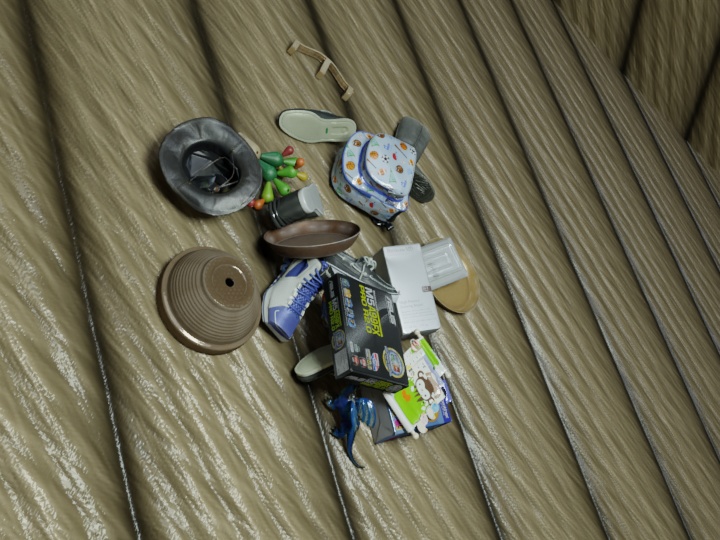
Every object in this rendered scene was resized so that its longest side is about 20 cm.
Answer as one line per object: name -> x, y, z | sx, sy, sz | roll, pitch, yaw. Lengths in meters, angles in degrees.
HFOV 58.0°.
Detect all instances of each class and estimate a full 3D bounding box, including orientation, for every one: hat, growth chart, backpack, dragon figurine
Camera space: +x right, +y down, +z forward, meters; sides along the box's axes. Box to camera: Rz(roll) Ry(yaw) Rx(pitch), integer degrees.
hat -> -0.291, -0.189, 1.256 | 0.197, 0.081, 0.205 | 6, 72, -20
growth chart -> 0.115, 0.230, 1.312 | 0.145, 0.018, 0.200 | 49, 44, -6
backpack -> 0.031, -0.227, 1.515 | 0.187, 0.154, 0.203 | 18, 60, -13
dragon figurine -> -0.011, 0.273, 1.220 | 0.058, 0.099, 0.204 | -3, 76, -41

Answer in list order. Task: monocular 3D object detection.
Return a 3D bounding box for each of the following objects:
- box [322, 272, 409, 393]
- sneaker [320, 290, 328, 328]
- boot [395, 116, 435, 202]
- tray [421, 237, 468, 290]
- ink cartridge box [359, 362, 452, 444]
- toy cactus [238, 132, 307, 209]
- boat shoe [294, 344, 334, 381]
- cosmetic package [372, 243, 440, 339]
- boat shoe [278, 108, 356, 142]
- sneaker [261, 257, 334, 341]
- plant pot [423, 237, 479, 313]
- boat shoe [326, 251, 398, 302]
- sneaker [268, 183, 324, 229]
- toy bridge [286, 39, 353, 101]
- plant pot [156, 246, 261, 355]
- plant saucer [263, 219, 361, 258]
box -> 0.010, 0.119, 1.226 | 0.159, 0.044, 0.203 | 22, 47, -41
sneaker -> -0.020, 0.080, 1.357 | 0.075, 0.080, 0.198 | 31, 15, 36
boot -> 0.148, -0.296, 1.718 | 0.182, 0.072, 0.201 | 44, 39, -15
tray -> 0.163, -0.008, 1.547 | 0.197, 0.022, 0.109 | -20, 78, -26
ink cartridge box -> 0.103, 0.266, 1.347 | 0.198, 0.076, 0.139 | 0, 67, -42
toy cactus -> -0.207, -0.223, 1.358 | 0.165, 0.102, 0.200 | 46, 53, 4
boat shoe -> -0.039, 0.177, 1.272 | 0.198, 0.071, 0.069 | -22, 113, -37
cosmetic package -> 0.101, 0.047, 1.448 | 0.100, 0.074, 0.204 | -7, 74, -24
boat shoe -> -0.109, -0.344, 1.532 | 0.197, 0.073, 0.068 | -1, 30, -33
sneaker -> -0.111, 0.030, 1.256 | 0.081, 0.114, 0.202 | 49, 42, -35
plant pot -> 0.219, 0.015, 1.621 | 0.198, 0.027, 0.203 | 21, 54, -32
boat shoe -> 0.000, -0.001, 1.372 | 0.197, 0.069, 0.074 | 28, 9, 3
sneaker -> -0.138, -0.134, 1.368 | 0.200, 0.098, 0.072 | -37, 107, -79
toy bridge -> -0.094, -0.514, 1.654 | 0.199, 0.027, 0.068 | 36, 47, -20
plant pot -> -0.253, 0.039, 1.159 | 0.198, 0.092, 0.204 | 20, 55, -30
plant saucer -> -0.095, -0.062, 1.307 | 0.199, 0.198, 0.035 | -23, 116, -45
